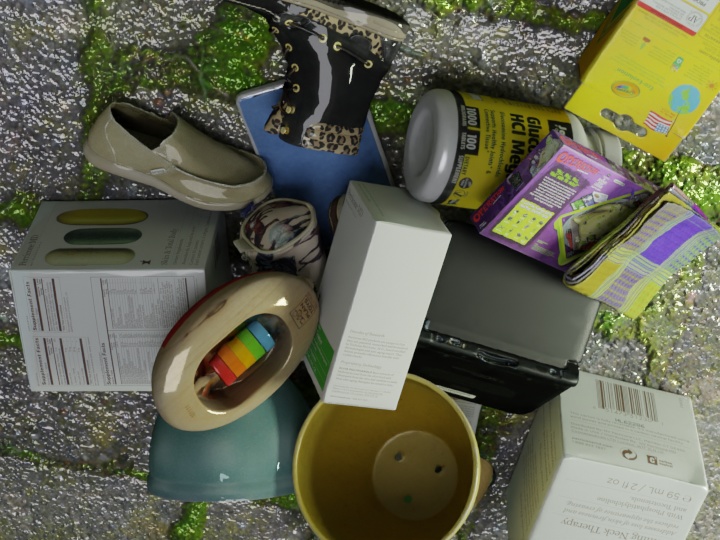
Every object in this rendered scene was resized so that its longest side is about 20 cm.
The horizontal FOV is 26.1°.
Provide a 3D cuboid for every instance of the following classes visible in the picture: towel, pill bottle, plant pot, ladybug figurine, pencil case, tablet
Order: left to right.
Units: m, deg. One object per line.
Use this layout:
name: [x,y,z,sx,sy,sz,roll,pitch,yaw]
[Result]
ladybug figurine: [-0.128,0.072,1.543,0.200,0.072,0.136,-39,131,-13]
plant pot: [-0.140,0.167,1.715,0.200,0.200,0.135,-3,95,5]
pencil case: [-0.075,0.013,1.637,0.089,0.078,0.200,-20,139,-7]
tablet: [-0.039,-0.113,1.625,0.130,0.014,0.200,-14,120,11]
plant pot: [0.044,0.215,1.666,0.199,0.142,0.201,-3,79,17]
pill bottle: [0.152,-0.112,1.546,0.199,0.113,0.113,7,123,-18]
towel: [0.290,-0.015,1.575,0.144,0.023,0.200,-43,152,12]

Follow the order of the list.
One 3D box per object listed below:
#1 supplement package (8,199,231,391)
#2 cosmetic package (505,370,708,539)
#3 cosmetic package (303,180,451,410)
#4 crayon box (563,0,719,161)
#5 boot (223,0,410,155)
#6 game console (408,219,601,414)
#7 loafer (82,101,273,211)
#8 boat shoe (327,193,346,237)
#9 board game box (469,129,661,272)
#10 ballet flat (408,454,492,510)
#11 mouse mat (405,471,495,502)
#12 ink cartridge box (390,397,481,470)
supplement package: [-0.245,0.025,1.640,0.199,0.152,0.151,-1,121,4]
cosmetic package: [0.269,0.246,1.737,0.167,0.167,0.200,13,122,-5]
cosmetic package: [0.013,0.025,1.547,0.085,0.108,0.201,8,112,-19]
crayon box: [0.300,-0.219,1.518,0.127,0.051,0.200,27,119,-12]
boot: [-0.066,-0.205,1.525,0.199,0.073,0.151,13,110,-13]
game console: [0.133,0.055,1.640,0.199,0.117,0.176,17,151,-18]
loafer: [-0.185,-0.119,1.591,0.199,0.076,0.068,14,132,-4]
boat shoe: [-0.001,0.005,1.653,0.075,0.075,0.203,-8,130,24]
board game box: [0.210,-0.057,1.515,0.120,0.032,0.200,-43,140,23]
ballet flat: [0.088,0.280,1.776,0.068,0.063,0.200,23,135,-19]
mouse mat: [0.040,0.230,1.834,0.161,0.008,0.200,-39,112,23]
ink cartridge box: [0.055,0.150,1.752,0.162,0.057,0.201,9,119,-1]
